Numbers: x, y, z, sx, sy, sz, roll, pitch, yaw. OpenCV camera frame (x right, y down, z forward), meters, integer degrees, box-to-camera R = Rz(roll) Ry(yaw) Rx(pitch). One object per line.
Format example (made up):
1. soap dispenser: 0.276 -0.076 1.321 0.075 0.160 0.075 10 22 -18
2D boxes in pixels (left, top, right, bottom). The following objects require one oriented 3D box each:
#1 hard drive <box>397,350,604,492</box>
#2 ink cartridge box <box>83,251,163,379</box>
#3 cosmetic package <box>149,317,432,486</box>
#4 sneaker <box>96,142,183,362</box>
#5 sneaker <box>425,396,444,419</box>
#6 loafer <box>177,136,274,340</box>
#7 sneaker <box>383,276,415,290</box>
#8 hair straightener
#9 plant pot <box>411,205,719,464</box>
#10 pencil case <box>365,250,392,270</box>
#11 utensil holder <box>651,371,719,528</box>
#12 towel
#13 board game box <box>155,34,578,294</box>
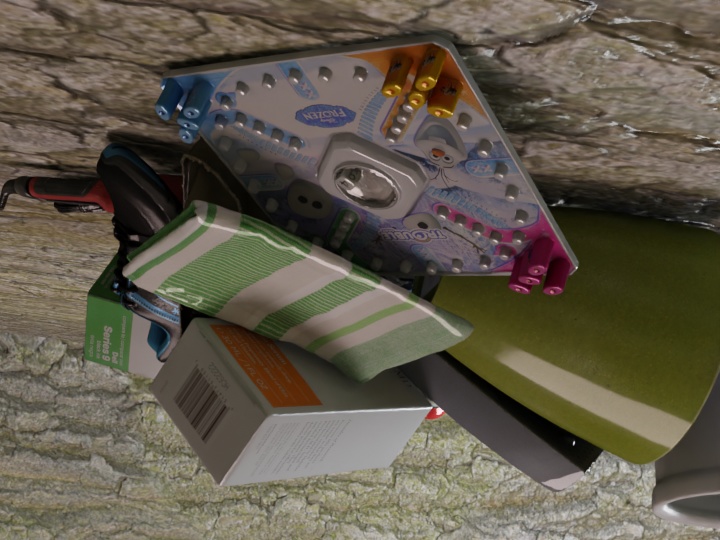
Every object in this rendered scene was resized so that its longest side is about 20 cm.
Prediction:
1. hard drive: 0.109 0.095 1.004 0.200 0.042 0.135 39 -159 13
2. ink cartridge box: -0.142 0.042 1.167 0.198 0.085 0.146 16 -147 5
3. cosmetic package: -0.047 0.095 0.922 0.101 0.071 0.199 47 -157 29
4. sneaker: -0.161 -0.007 0.957 0.073 0.082 0.201 48 166 52
5. sneaker: 0.042 0.160 1.355 0.076 0.086 0.200 10 172 -20
6. loafer: -0.104 -0.006 0.891 0.069 0.201 0.075 -32 -132 -33
7. sneaker: 0.000 0.000 1.008 0.199 0.071 0.108 -19 177 -15
8. hair straightener: -0.219 -0.056 1.051 0.198 0.041 0.077 -1 169 15
9. plant pot: 0.144 0.027 0.927 0.199 0.189 0.187 18 169 -9
10. pencil case: -0.022 -0.034 0.910 0.090 0.084 0.199 27 162 -36
11. utensil holder: 0.316 0.094 0.986 0.168 0.202 0.170 2 160 1
12. towel: -0.047 0.019 0.820 0.199 0.024 0.152 27 153 -21
13. board game box: 0.003 -0.049 0.727 0.199 0.026 0.200 -1 144 34
